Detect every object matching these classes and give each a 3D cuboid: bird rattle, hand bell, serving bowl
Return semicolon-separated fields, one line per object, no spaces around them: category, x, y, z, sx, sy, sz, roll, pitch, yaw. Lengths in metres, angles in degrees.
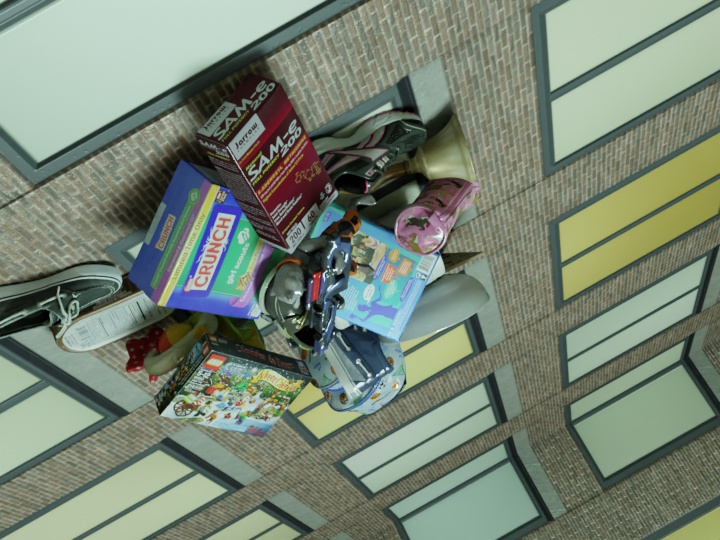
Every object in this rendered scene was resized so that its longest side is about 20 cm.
bird rattle;-0.274;0.102;1.504;0.198;0.114;0.163;-26;-168;5
hand bell;0.062;-0.148;1.473;0.197;0.105;0.104;-18;154;4
serving bowl;0.112;0.052;1.671;0.198;0.067;0.200;-23;-173;3

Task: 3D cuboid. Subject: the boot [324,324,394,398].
boot;-0.026;0.107;1.691;0.090;0.202;0.073;-31;169;1

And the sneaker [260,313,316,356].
sneaker;-0.111;0.075;1.573;0.077;0.141;0.199;-38;163;22

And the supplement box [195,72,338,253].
supplement box;-0.110;-0.128;1.233;0.109;0.060;0.201;-53;141;-20

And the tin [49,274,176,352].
tin;-0.351;0.059;1.458;0.198;0.042;0.112;-24;158;-11

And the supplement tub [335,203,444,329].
supplement tub;0.021;-0.006;1.609;0.198;0.133;0.132;-27;154;-3

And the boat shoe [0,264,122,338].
boat shoe;-0.409;0.047;1.341;0.197;0.069;0.074;-12;150;-32

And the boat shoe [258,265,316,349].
boat shoe;-0.090;0.055;1.413;0.072;0.060;0.202;-54;160;-13

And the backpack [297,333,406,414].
backpack;-0.010;0.156;1.797;0.153;0.192;0.200;1;142;-45

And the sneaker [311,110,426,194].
sneaker;0.008;-0.148;1.394;0.198;0.087;0.081;-23;155;-15

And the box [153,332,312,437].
box;-0.186;0.173;1.485;0.199;0.038;0.137;21;118;-43

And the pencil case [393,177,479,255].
pencil case;0.117;-0.093;1.512;0.200;0.082;0.088;-48;156;-56

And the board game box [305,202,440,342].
board game box;0.000;0.000;1.514;0.198;0.045;0.154;24;100;-17

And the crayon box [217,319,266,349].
crayon box;-0.214;0.141;1.609;0.124;0.052;0.200;-27;-169;-4

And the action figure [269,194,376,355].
action figure;-0.053;0.004;1.352;0.193;0.104;0.202;-32;144;-49

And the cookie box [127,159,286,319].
cookie box;-0.183;-0.034;1.320;0.199;0.075;0.173;13;107;-55

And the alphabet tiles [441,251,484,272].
alphabet tiles;0.096;0.009;1.733;0.198;0.008;0.167;-25;-171;-19
